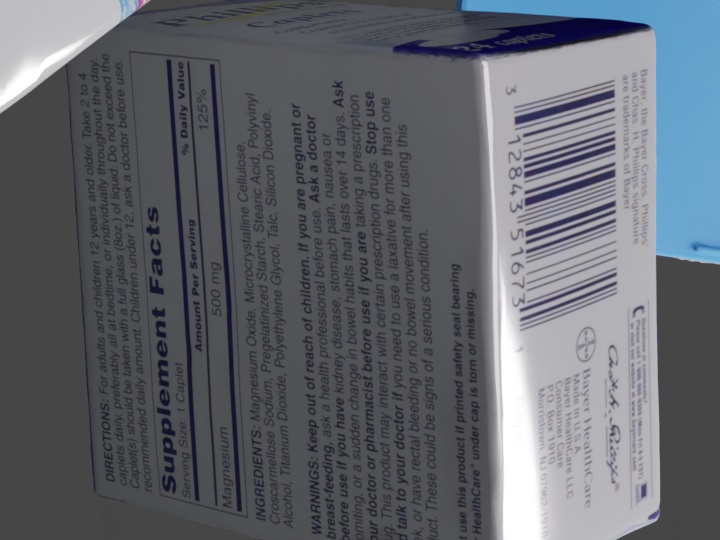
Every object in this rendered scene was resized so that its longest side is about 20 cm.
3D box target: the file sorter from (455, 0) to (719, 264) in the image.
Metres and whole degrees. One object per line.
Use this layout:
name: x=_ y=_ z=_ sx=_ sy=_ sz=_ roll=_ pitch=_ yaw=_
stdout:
file sorter: x=0.100 y=-0.113 z=1.023 sx=0.138 sy=0.123 sz=0.202 roll=8 pitch=93 yaw=-9

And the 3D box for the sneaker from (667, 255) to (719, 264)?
sneaker: x=0.195 y=-0.058 z=1.223 sx=0.200 sy=0.072 sz=0.115 roll=6 pitch=89 yaw=-60

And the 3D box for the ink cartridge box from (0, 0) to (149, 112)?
ink cartridge box: x=-0.125 y=-0.155 z=0.765 sx=0.200 sy=0.144 sz=0.146 roll=-42 pitch=127 yaw=-37

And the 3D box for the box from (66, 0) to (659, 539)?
box: x=0.000 y=0.000 z=0.899 sx=0.105 sy=0.199 sz=0.186 roll=-17 pitch=110 yaw=-47
